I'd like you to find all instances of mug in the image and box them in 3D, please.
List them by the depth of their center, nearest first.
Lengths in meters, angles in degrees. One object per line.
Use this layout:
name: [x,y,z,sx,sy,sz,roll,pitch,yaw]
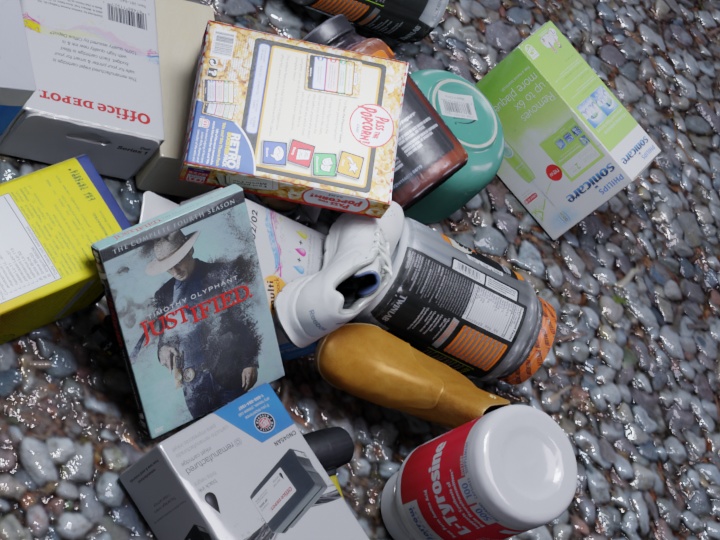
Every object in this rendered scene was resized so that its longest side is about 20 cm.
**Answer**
mug: [0.076,-0.134,1.832,0.152,0.114,0.185,42,46,-9]

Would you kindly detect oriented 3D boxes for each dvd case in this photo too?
dvd case: [-0.151,0.038,1.503,0.146,0.022,0.200,-24,120,-24]

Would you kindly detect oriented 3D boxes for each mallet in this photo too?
mallet: [-0.019,0.245,1.581,0.066,0.041,0.200,-2,69,-39]

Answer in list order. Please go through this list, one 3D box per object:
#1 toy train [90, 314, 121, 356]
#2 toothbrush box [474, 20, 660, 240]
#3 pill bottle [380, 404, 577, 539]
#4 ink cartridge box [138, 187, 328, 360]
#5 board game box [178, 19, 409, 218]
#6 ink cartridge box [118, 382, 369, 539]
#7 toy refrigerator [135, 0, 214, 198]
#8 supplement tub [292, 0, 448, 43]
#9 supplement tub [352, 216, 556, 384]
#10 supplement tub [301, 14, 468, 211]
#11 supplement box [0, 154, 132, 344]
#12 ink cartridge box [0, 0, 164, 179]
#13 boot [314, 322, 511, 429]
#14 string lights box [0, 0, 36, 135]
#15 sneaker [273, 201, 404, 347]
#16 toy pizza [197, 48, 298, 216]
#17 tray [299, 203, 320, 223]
toy train: [-0.178,0.025,1.597,0.046,0.034,0.200,52,46,-3]
toothbrush box: [0.220,-0.160,1.936,0.200,0.146,0.086,49,45,-2]
pill bottle: [0.104,0.203,1.574,0.112,0.200,0.112,12,65,-27]
ink cartridge box: [-0.116,-0.001,1.597,0.200,0.068,0.115,24,62,-39]
board game box: [-0.062,-0.144,1.605,0.200,0.046,0.152,11,71,-10]
ink cartridge box: [-0.095,0.223,1.500,0.145,0.084,0.200,-29,83,-44]
toy refrigerator: [-0.187,-0.174,1.693,0.076,0.070,0.200,9,57,-29]
supplement tub: [-0.005,-0.341,1.896,0.200,0.123,0.123,17,54,-30]
supplement tub: [0.096,0.037,1.736,0.200,0.123,0.123,27,50,-22]
supplement tub: [0.014,-0.161,1.711,0.107,0.107,0.200,-35,88,-44]
supplement box: [-0.308,-0.006,1.466,0.200,0.110,0.109,-26,80,-44]
ink cartridge box: [-0.275,-0.201,1.629,0.145,0.084,0.200,11,57,-30]
boot: [0.063,0.112,1.626,0.201,0.144,0.071,23,89,-48]
string lights box: [-0.354,-0.150,1.457,0.059,0.200,0.103,3,63,-35]
sneaker: [0.000,0.000,1.604,0.075,0.087,0.200,55,44,-22]
toy pizza: [-0.102,-0.152,1.704,0.200,0.032,0.200,52,27,-40]
tray: [-0.052,-0.145,1.746,0.107,0.022,0.200,59,23,-28]
